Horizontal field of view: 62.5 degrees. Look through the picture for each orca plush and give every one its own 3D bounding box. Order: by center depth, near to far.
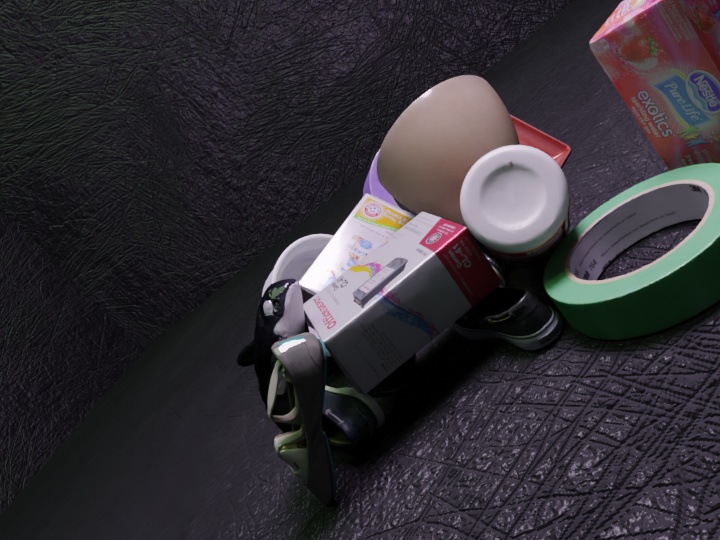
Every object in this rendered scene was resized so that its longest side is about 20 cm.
[{"bbox_3d":[-0.104,0.106,0.689,0.070,0.202,0.105,4,31,14],"label":"orca plush"}]

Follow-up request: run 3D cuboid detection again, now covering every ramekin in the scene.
[{"bbox_3d":[-0.069,0.050,0.991,0.201,0.201,0.098,-49,8,-30],"label":"ramekin"}]

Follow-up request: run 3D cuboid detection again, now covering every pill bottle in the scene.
[{"bbox_3d":[0.184,-0.065,0.680,0.109,0.110,0.200,-37,-16,13],"label":"pill bottle"}]

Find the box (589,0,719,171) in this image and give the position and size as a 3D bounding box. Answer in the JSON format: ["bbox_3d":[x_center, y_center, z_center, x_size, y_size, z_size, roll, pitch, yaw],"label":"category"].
[{"bbox_3d":[0.341,-0.197,0.610,0.103,0.200,0.094,-47,15,-30],"label":"box"}]

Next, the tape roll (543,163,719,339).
[{"bbox_3d":[0.275,-0.021,0.571,0.200,0.048,0.201,-39,14,12],"label":"tape roll"}]

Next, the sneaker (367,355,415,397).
[{"bbox_3d":[0.021,0.121,0.799,0.090,0.070,0.200,-41,8,25],"label":"sneaker"}]

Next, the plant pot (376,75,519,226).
[{"bbox_3d":[0.140,-0.136,0.801,0.199,0.135,0.201,-28,-27,-16],"label":"plant pot"}]

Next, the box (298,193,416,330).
[{"bbox_3d":[0.000,0.000,0.904,0.201,0.101,0.113,-55,-16,-29],"label":"box"}]

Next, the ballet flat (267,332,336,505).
[{"bbox_3d":[-0.066,0.162,0.627,0.063,0.202,0.067,-10,19,-22],"label":"ballet flat"}]

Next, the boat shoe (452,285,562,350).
[{"bbox_3d":[0.154,0.042,0.684,0.069,0.057,0.200,-44,14,-13],"label":"boat shoe"}]

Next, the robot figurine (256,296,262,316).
[{"bbox_3d":[-0.150,0.071,1.285,0.150,0.125,0.200,-28,19,34],"label":"robot figurine"}]

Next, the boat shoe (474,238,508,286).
[{"bbox_3d":[0.169,-0.025,0.824,0.062,0.075,0.200,-44,7,10],"label":"boat shoe"}]

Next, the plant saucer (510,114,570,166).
[{"bbox_3d":[0.227,-0.189,0.992,0.200,0.199,0.037,-50,-13,-35],"label":"plant saucer"}]

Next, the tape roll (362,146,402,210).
[{"bbox_3d":[0.107,-0.138,1.042,0.200,0.200,0.085,-44,-3,-14],"label":"tape roll"}]

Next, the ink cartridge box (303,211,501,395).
[{"bbox_3d":[0.041,0.029,0.695,0.199,0.086,0.148,-37,19,-4],"label":"ink cartridge box"}]

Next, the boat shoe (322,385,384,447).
[{"bbox_3d":[-0.049,0.191,0.754,0.062,0.075,0.199,-36,17,-35],"label":"boat shoe"}]
